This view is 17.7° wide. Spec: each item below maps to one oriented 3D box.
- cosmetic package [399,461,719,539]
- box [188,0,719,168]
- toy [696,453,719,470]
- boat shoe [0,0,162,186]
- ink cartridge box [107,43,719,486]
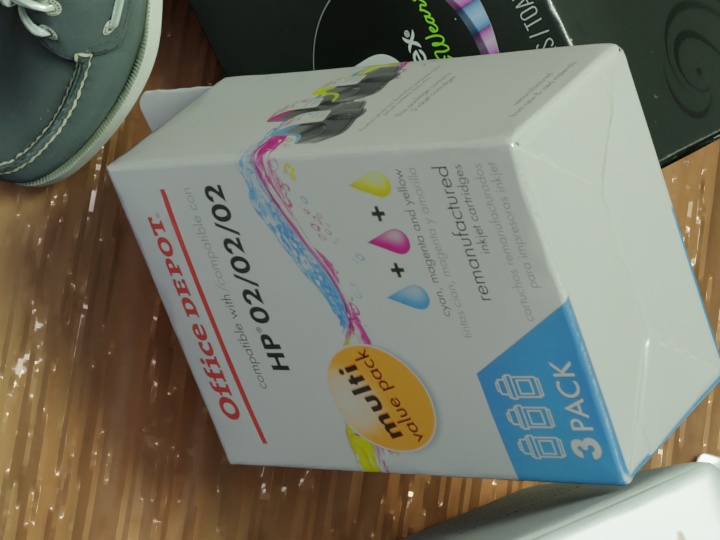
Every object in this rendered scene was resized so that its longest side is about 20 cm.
[{"bbox_3d":[0.041,0.169,0.734,0.166,0.200,0.168,-21,86,-13],"label":"cosmetic package"},{"bbox_3d":[0.034,-0.111,0.785,0.124,0.148,0.200,-26,88,-43],"label":"box"},{"bbox_3d":[0.209,0.151,0.857,0.200,0.047,0.115,19,78,-11],"label":"toy"},{"bbox_3d":[-0.098,-0.110,0.762,0.073,0.200,0.062,43,33,23],"label":"boat shoe"},{"bbox_3d":[0.000,0.000,0.727,0.068,0.200,0.115,-41,119,-42],"label":"ink cartridge box"}]
